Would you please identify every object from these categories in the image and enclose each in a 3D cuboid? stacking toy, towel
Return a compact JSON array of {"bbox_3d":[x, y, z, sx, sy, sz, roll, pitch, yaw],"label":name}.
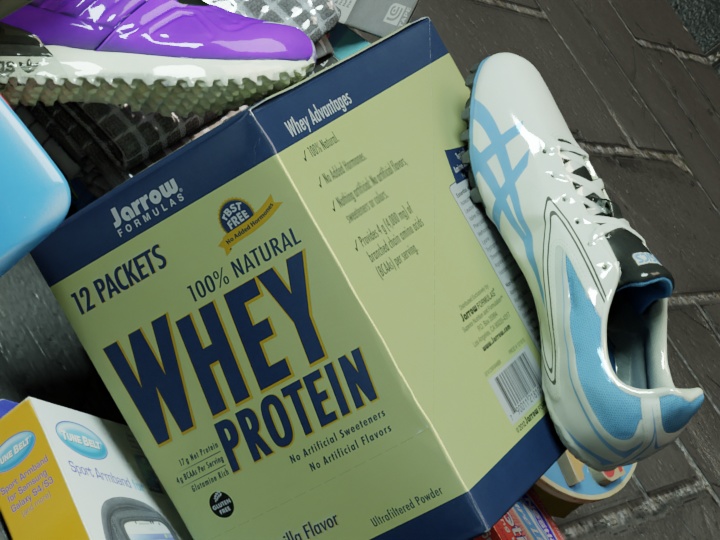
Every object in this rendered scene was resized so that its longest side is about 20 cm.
[{"bbox_3d":[-0.189,-0.048,1.159,0.110,0.116,0.200,49,7,-8],"label":"stacking toy"},{"bbox_3d":[-0.124,-0.139,1.343,0.200,0.086,0.165,46,52,11],"label":"towel"}]

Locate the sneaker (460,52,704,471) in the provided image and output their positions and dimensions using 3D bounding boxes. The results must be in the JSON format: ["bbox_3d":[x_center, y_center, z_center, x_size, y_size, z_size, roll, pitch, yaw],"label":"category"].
[{"bbox_3d":[0.100,-0.011,1.175,0.072,0.072,0.201,11,56,-53],"label":"sneaker"}]

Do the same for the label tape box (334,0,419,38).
[{"bbox_3d":[-0.071,-0.206,1.485,0.199,0.064,0.144,13,19,-49],"label":"label tape box"}]

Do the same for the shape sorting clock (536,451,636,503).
[{"bbox_3d":[0.097,0.026,1.400,0.200,0.039,0.201,34,47,-46],"label":"shape sorting clock"}]

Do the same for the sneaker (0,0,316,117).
[{"bbox_3d":[-0.117,-0.129,1.232,0.070,0.198,0.100,149,-58,-73],"label":"sneaker"}]

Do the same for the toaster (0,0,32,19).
[{"bbox_3d":[-0.216,-0.195,1.107,0.182,0.118,0.200,62,19,12],"label":"toaster"}]

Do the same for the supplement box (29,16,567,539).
[{"bbox_3d":[-0.008,0.020,1.186,0.201,0.134,0.200,60,29,-3],"label":"supplement box"}]

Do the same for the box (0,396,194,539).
[{"bbox_3d":[-0.093,0.135,1.131,0.119,0.041,0.201,23,37,-57],"label":"box"}]

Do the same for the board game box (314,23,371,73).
[{"bbox_3d":[-0.010,-0.102,1.618,0.151,0.047,0.200,38,-5,30],"label":"board game box"}]

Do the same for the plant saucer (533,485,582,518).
[{"bbox_3d":[0.077,0.049,1.539,0.200,0.048,0.202,90,-15,-82],"label":"plant saucer"}]

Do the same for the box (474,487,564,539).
[{"bbox_3d":[0.042,0.143,1.361,0.201,0.094,0.102,58,17,14],"label":"box"}]

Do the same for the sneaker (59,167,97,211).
[{"bbox_3d":[-0.131,-0.087,1.389,0.201,0.076,0.105,54,18,1],"label":"sneaker"}]
